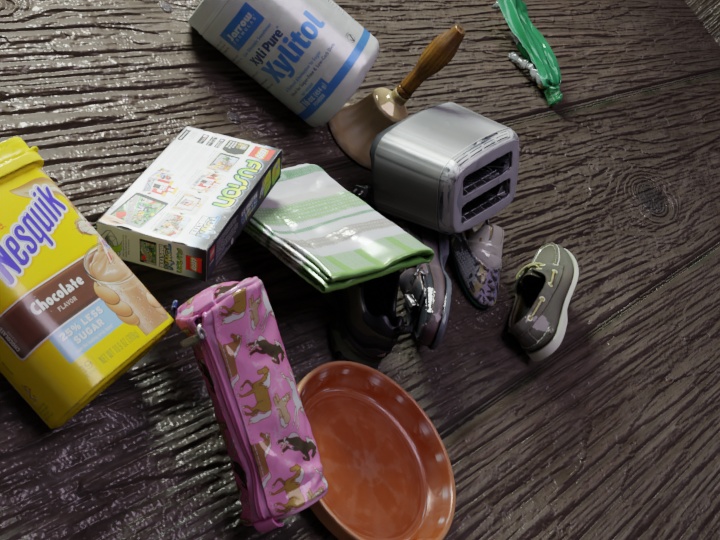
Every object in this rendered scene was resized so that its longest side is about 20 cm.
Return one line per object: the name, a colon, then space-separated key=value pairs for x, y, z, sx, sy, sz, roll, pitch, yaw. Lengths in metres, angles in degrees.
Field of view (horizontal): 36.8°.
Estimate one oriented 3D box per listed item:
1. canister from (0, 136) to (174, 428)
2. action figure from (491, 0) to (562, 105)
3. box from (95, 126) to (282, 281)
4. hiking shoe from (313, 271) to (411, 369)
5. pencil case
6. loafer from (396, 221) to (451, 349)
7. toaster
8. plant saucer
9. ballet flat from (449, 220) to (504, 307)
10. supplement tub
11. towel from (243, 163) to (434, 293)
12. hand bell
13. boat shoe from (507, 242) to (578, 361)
canister: x=-0.258 y=0.008 z=0.858 sx=0.200 sy=0.086 sz=0.149 roll=49 pitch=34 yaw=-3
action figure: x=0.290 y=-0.370 z=1.833 sx=0.117 sy=0.054 sz=0.202 roll=-10 pitch=72 yaw=-52
box: x=-0.158 y=-0.069 z=1.037 sx=0.109 sy=0.035 sz=0.201 roll=15 pitch=36 yaw=10
hiking shoe: x=0.000 y=0.000 z=1.130 sx=0.075 sy=0.100 sz=0.202 roll=6 pitch=54 yaw=-46
pencil case: x=-0.090 y=0.109 z=0.895 sx=0.086 sy=0.083 sz=0.203 roll=-22 pitch=98 yaw=-26
loafer: x=0.065 y=0.013 z=1.232 sx=0.062 sy=0.072 sz=0.201 roll=17 pitch=36 yaw=-9
toaster: x=0.100 y=-0.119 z=1.288 sx=0.128 sy=0.115 sz=0.199 roll=24 pitch=38 yaw=36
plant saucer: x=0.008 y=0.181 z=1.029 sx=0.199 sy=0.032 sz=0.202 roll=28 pitch=41 yaw=-27
ballet flat: x=0.145 y=-0.052 z=1.365 sx=0.071 sy=0.072 sz=0.202 roll=17 pitch=46 yaw=-37
supplement tub: x=-0.088 y=-0.278 z=1.272 sx=0.199 sy=0.132 sz=0.133 roll=37 pitch=37 yaw=-15
towel: x=-0.040 y=-0.051 z=1.093 sx=0.148 sy=0.031 sz=0.199 roll=-18 pitch=40 yaw=-38
hand bell: x=0.059 y=-0.224 z=1.319 sx=0.103 sy=0.200 sz=0.105 roll=28 pitch=39 yaw=-26
boat shoe: x=0.230 y=0.025 z=1.381 sx=0.060 sy=0.072 sz=0.203 roll=41 pitch=39 yaw=-18
